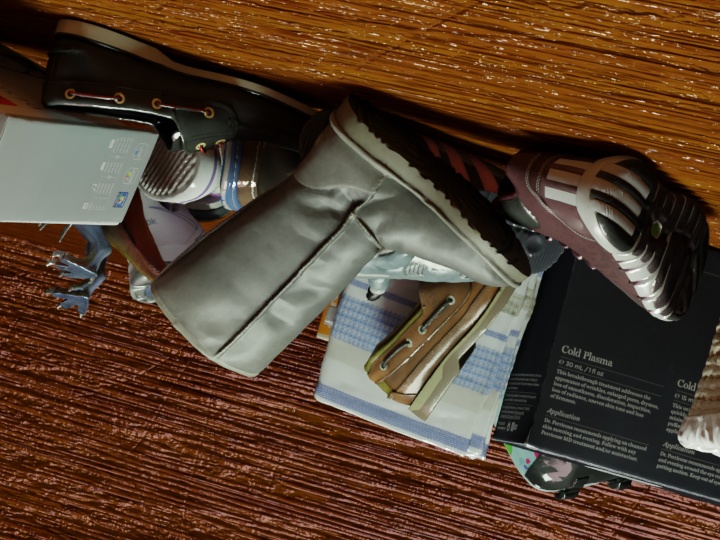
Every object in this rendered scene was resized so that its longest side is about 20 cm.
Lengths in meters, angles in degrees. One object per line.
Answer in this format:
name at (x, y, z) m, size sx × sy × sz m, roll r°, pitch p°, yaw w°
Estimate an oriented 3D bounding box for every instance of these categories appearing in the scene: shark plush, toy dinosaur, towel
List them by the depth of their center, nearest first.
shark plush at (0.000, 0.000, 1.453) m, size 0.199 × 0.091 × 0.083 m, roll -23°, pitch 132°, yaw 21°
toy dinosaur at (-0.194, -0.059, 1.516) m, size 0.199 × 0.182 × 0.105 m, roll 8°, pitch 149°, yaw 10°
towel at (0.057, 0.034, 1.543) m, size 0.146 × 0.201 × 0.024 m, roll 19°, pitch -167°, yaw 7°

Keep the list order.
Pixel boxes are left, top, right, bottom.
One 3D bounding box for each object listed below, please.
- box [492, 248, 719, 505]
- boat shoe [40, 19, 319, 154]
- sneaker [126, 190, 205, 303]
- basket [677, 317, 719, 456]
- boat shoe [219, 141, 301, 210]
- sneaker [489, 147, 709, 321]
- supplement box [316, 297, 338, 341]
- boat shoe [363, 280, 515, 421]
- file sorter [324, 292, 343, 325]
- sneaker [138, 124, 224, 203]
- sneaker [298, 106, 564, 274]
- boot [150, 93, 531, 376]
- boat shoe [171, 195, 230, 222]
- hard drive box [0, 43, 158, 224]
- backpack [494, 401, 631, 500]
box at (0.227, 0.071, 1.533) m, size 0.199 × 0.183 × 0.104 m, roll 17°, pitch 175°, yaw -9°
boat shoe at (-0.115, -0.107, 1.332) m, size 0.200 × 0.063 × 0.074 m, roll 16°, pitch 173°, yaw -20°
sneaker at (-0.141, -0.014, 1.618) m, size 0.074 × 0.088 × 0.200 m, roll -20°, pitch 166°, yaw 5°
basket at (0.327, 0.061, 1.237) m, size 0.197 × 0.162 × 0.200 m, roll 16°, pitch 176°, yaw -3°
boat shoe at (-0.050, -0.076, 1.480) m, size 0.072 × 0.073 × 0.200 m, roll 10°, pitch -176°, yaw 12°
sneaker at (0.152, -0.035, 1.303) m, size 0.115 × 0.076 × 0.200 m, roll 18°, pitch 167°, yaw 31°
supplement box at (0.064, 0.026, 1.852) m, size 0.199 × 0.127 × 0.073 m, roll 10°, pitch 173°, yaw 43°
boat shoe at (0.072, 0.018, 1.485) m, size 0.068 × 0.200 × 0.072 m, roll 34°, pitch -163°, yaw 4°
file sorter at (0.065, 0.009, 1.667) m, size 0.138 × 0.125 × 0.200 m, roll 14°, pitch 175°, yaw 9°
sneaker at (-0.122, -0.088, 1.556) m, size 0.114 × 0.073 × 0.200 m, roll 14°, pitch -173°, yaw -27°
sneaker at (0.043, -0.059, 1.365) m, size 0.199 × 0.070 × 0.082 m, roll 27°, pitch -166°, yaw -17°
boot at (-0.014, 0.004, 1.308) m, size 0.182 × 0.200 × 0.073 m, roll 41°, pitch -161°, yaw -6°
boat shoe at (-0.162, -0.068, 1.710) m, size 0.073 × 0.062 × 0.200 m, roll -31°, pitch -149°, yaw -27°
hard drive box at (-0.257, -0.099, 1.364) m, size 0.155 × 0.077 × 0.200 m, roll 29°, pitch -168°, yaw 19°
backpack at (0.196, 0.093, 1.886) m, size 0.177 × 0.151 × 0.200 m, roll -7°, pitch -133°, yaw -36°
